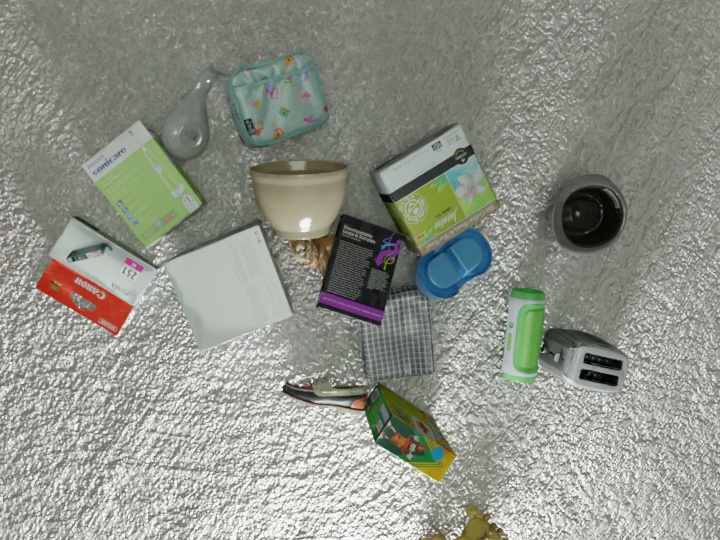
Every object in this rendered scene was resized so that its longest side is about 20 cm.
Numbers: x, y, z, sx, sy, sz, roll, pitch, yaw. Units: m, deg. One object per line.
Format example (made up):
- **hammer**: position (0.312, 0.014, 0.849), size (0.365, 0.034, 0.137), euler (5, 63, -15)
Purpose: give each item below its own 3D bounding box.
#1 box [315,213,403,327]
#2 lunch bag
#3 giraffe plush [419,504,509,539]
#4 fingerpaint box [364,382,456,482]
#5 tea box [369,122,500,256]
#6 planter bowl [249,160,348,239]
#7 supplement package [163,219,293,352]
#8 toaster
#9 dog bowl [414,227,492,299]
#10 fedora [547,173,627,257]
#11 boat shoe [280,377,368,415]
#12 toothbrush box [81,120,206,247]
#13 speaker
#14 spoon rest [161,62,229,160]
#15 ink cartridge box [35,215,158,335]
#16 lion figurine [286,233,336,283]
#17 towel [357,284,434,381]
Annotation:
- **box**: position (0.000, 0.000, 1.283), size (0.140, 0.036, 0.204), euler (18, 82, -15)
- **lunch bag**: position (-0.170, -0.344, 1.237), size (0.197, 0.077, 0.164), euler (-23, 106, -20)
- **giraffe plush**: position (0.250, 0.640, 1.424), size (0.162, 0.199, 0.174), euler (-40, 99, -30)
- **fingerpaint box**: position (0.099, 0.345, 1.327), size (0.165, 0.200, 0.074), euler (34, 93, -11)
- **tea box**: position (0.153, -0.169, 1.299), size (0.198, 0.134, 0.199), euler (-31, 102, -3)
- **planter bowl**: position (-0.120, -0.141, 1.240), size (0.195, 0.201, 0.138), euler (-4, 108, -7)
- **supplement package**: position (-0.262, 0.026, 1.258), size (0.196, 0.147, 0.195), euler (-21, 100, -5)
- **toaster**: position (0.517, 0.209, 1.405), size (0.196, 0.129, 0.116), euler (14, 96, -10)
- **dog bowl**: position (0.197, -0.011, 1.334), size (0.198, 0.050, 0.112), euler (-34, 85, -25)
- **fedora**: position (0.491, -0.124, 1.375), size (0.196, 0.090, 0.181), euler (-12, 101, -13)
- **boat shoe**: position (-0.078, 0.269, 1.358), size (0.196, 0.071, 0.064), euler (14, 90, -11)
- **toothbrush box**: position (-0.429, -0.173, 1.239), size (0.145, 0.086, 0.201), euler (-38, 102, -1)
- **speaker**: position (0.370, 0.146, 1.398), size (0.086, 0.088, 0.205), euler (4, 97, -8)
- **spoon rest**: position (-0.332, -0.321, 1.246), size (0.098, 0.060, 0.203), euler (23, 98, -42)
- **ink cartridge box**: position (-0.548, 0.015, 1.270), size (0.198, 0.044, 0.176), euler (32, 91, -11)
- **lion figurine**: position (-0.053, -0.052, 1.326), size (0.197, 0.072, 0.125), euler (-22, 90, -19)
- **towel**: position (0.078, 0.142, 1.355), size (0.162, 0.086, 0.205), euler (-9, 99, -6)
